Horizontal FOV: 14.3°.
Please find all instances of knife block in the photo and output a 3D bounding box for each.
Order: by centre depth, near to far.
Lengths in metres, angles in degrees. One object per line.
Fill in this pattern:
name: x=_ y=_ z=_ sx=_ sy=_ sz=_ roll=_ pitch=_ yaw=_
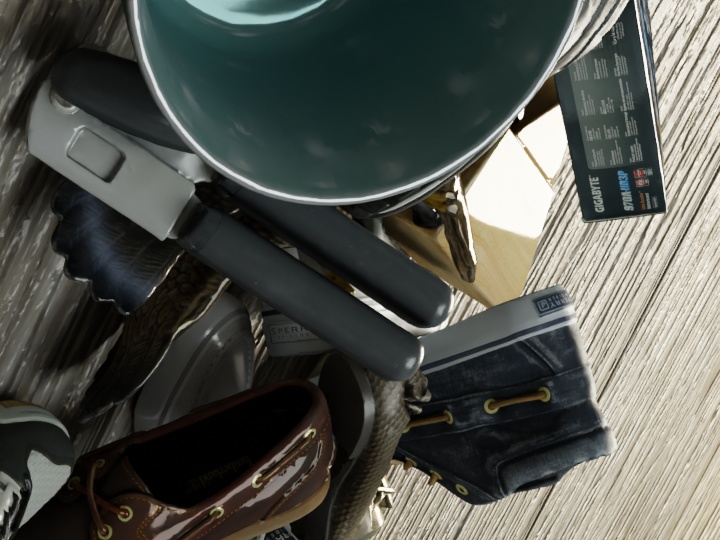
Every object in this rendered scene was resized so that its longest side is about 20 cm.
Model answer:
knife block: x=0.032 y=-0.040 z=1.459 sx=0.175 sy=0.064 sz=0.200 roll=-33 pitch=147 yaw=-44

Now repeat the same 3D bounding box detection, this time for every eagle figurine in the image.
eagle figurine: x=-0.047 y=-0.029 z=1.268 sx=0.199 sy=0.151 sz=0.152 roll=-16 pitch=102 yaw=-8

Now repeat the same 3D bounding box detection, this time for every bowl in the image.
bowl: x=-0.018 y=-0.136 z=1.122 sx=0.200 sy=0.105 sz=0.201 roll=-12 pitch=116 yaw=-25

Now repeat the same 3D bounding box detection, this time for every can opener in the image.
can opener: x=-0.046 y=-0.024 z=1.170 sx=0.053 sy=0.200 sz=0.067 roll=-59 pitch=-166 yaw=-11

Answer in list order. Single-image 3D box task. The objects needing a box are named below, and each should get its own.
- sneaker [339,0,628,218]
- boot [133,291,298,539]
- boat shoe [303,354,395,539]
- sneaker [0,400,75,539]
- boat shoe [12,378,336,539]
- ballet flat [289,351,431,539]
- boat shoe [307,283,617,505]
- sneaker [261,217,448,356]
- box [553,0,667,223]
sneaker: x=0.066 y=-0.095 z=1.212 sx=0.200 sy=0.076 sz=0.088 roll=-50 pitch=153 yaw=4
boot: x=-0.062 y=0.109 z=1.415 sx=0.074 sy=0.095 sz=0.200 roll=-34 pitch=148 yaw=-44
boat shoe: x=-0.011 y=0.120 z=1.573 sx=0.072 sy=0.065 sz=0.200 roll=-30 pitch=144 yaw=-49
sneaker: x=-0.176 y=0.121 z=1.211 sx=0.200 sy=0.088 sz=0.076 roll=-29 pitch=142 yaw=-52
boat shoe: x=-0.103 y=0.106 z=1.315 sx=0.200 sy=0.070 sz=0.070 roll=-27 pitch=151 yaw=-18
ballet flat: x=-0.007 y=0.092 z=1.407 sx=0.046 sy=0.067 sz=0.200 roll=-16 pitch=153 yaw=-24
boat shoe: x=0.035 y=0.081 z=1.439 sx=0.200 sy=0.091 sz=0.071 roll=-24 pitch=173 yaw=39
sneaker: x=0.000 y=0.000 z=1.438 sx=0.200 sy=0.073 sz=0.071 roll=-13 pitch=99 yaw=-77
box: x=0.112 y=-0.143 z=1.377 sx=0.200 sy=0.046 sz=0.159 roll=71 pitch=14 yaw=-57
